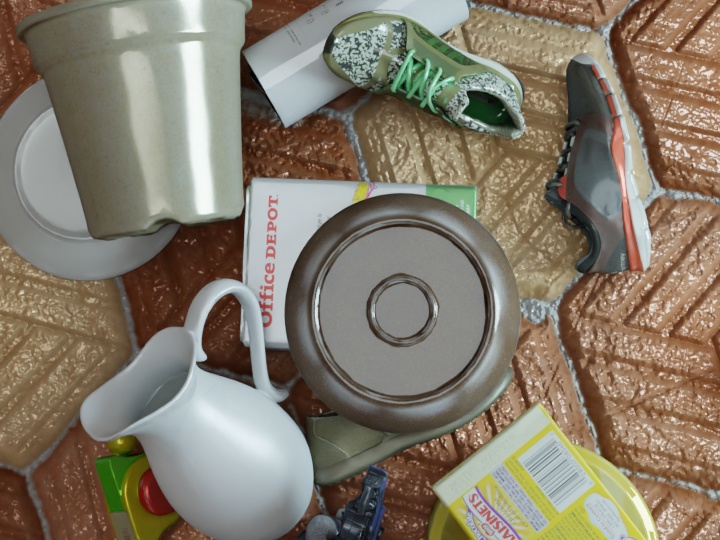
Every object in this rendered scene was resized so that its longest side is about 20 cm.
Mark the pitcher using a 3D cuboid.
[{"bbox_3d":[-0.108,0.120,1.038,0.121,0.200,0.172,22,68,48],"label":"pitcher"}]

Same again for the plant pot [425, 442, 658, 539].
[{"bbox_3d":[0.151,0.238,1.019,0.199,0.189,0.203,0,84,3],"label":"plant pot"}]

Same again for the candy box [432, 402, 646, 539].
[{"bbox_3d":[0.152,0.206,0.914,0.102,0.026,0.201,-38,83,1],"label":"candy box"}]

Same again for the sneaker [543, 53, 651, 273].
[{"bbox_3d":[0.198,-0.091,1.114,0.081,0.077,0.202,-13,82,7],"label":"sneaker"}]

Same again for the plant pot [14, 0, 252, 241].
[{"bbox_3d":[-0.177,-0.125,1.069,0.199,0.200,0.185,-9,92,2],"label":"plant pot"}]

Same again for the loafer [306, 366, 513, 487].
[{"bbox_3d":[0.038,0.119,1.094,0.199,0.076,0.068,-27,89,-1],"label":"loafer"}]

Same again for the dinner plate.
[{"bbox_3d":[-0.251,-0.092,1.159,0.198,0.024,0.202,0,83,2],"label":"dinner plate"}]

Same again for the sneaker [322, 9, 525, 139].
[{"bbox_3d":[0.064,-0.163,1.081,0.198,0.089,0.077,16,111,-21],"label":"sneaker"}]

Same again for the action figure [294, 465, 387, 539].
[{"bbox_3d":[-0.046,0.237,1.038,0.104,0.193,0.201,26,120,27],"label":"action figure"}]

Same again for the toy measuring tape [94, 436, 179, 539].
[{"bbox_3d":[-0.174,0.229,1.101,0.073,0.074,0.202,-18,93,0],"label":"toy measuring tape"}]

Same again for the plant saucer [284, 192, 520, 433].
[{"bbox_3d":[0.035,0.034,1.043,0.198,0.032,0.202,0,86,2],"label":"plant saucer"}]

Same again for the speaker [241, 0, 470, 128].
[{"bbox_3d":[-0.006,-0.211,1.133,0.199,0.081,0.082,-31,83,-2],"label":"speaker"}]

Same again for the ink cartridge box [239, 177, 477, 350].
[{"bbox_3d":[0.000,0.000,1.105,0.198,0.084,0.146,2,84,2],"label":"ink cartridge box"}]
